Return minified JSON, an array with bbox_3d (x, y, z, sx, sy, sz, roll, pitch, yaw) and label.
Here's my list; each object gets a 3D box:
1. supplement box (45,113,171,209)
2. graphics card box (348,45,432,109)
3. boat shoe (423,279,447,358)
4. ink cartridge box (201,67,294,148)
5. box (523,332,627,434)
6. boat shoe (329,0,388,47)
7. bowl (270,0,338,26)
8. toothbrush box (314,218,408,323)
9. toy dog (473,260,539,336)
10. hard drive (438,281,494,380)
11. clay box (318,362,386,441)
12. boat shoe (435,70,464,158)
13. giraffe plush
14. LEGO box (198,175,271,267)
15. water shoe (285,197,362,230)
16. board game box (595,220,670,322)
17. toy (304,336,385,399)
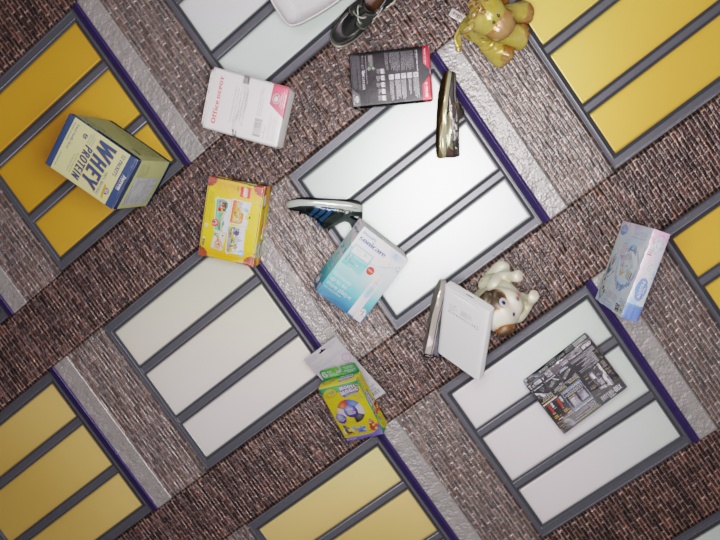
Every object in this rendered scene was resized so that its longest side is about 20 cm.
[{"bbox_3d":[-0.609,-0.264,1.572,0.198,0.200,0.136,33,100,0],"label":"supplement box"},{"bbox_3d":[0.073,-0.463,1.543,0.195,0.051,0.129,-5,98,6],"label":"graphics card box"},{"bbox_3d":[0.219,0.126,1.606,0.090,0.075,0.205,10,107,-2],"label":"boat shoe"},{"bbox_3d":[-0.275,-0.397,1.575,0.195,0.085,0.149,16,100,2],"label":"ink cartridge box"},{"bbox_3d":[0.533,0.282,1.598,0.199,0.050,0.158,-40,92,10],"label":"box"},{"bbox_3d":[0.002,-0.614,1.522,0.199,0.068,0.072,-39,94,12],"label":"boat shoe"},{"bbox_3d":[-0.130,-0.699,1.520,0.197,0.075,0.203,-27,95,9],"label":"bowl"},{"bbox_3d":[0.000,0.000,1.582,0.145,0.085,0.201,35,99,-18],"label":"toothbrush box"},{"bbox_3d":[0.322,0.076,1.516,0.191,0.200,0.142,-27,94,9],"label":"toy dog"},{"bbox_3d":[0.241,0.141,1.488,0.131,0.026,0.204,33,136,38],"label":"hard drive"},{"bbox_3d":[-0.024,0.335,1.632,0.113,0.048,0.203,-17,112,24],"label":"clay box"},{"bbox_3d":[0.217,-0.371,1.535,0.063,0.073,0.205,3,102,-5],"label":"boat shoe"},{"bbox_3d":[0.295,-0.567,1.445,0.195,0.162,0.177,13,100,4],"label":"giraffe plush"},{"bbox_3d":[-0.316,-0.126,1.621,0.145,0.077,0.205,12,99,4],"label":"LEGO box"},{"bbox_3d":[-0.093,-0.138,1.598,0.195,0.072,0.081,4,101,6],"label":"water shoe"},{"bbox_3d":[0.618,-0.004,1.471,0.042,0.200,0.204,16,100,1],"label":"board game box"},{"bbox_3d":[-0.038,0.265,1.658,0.114,0.047,0.201,-36,100,21],"label":"toy"}]
